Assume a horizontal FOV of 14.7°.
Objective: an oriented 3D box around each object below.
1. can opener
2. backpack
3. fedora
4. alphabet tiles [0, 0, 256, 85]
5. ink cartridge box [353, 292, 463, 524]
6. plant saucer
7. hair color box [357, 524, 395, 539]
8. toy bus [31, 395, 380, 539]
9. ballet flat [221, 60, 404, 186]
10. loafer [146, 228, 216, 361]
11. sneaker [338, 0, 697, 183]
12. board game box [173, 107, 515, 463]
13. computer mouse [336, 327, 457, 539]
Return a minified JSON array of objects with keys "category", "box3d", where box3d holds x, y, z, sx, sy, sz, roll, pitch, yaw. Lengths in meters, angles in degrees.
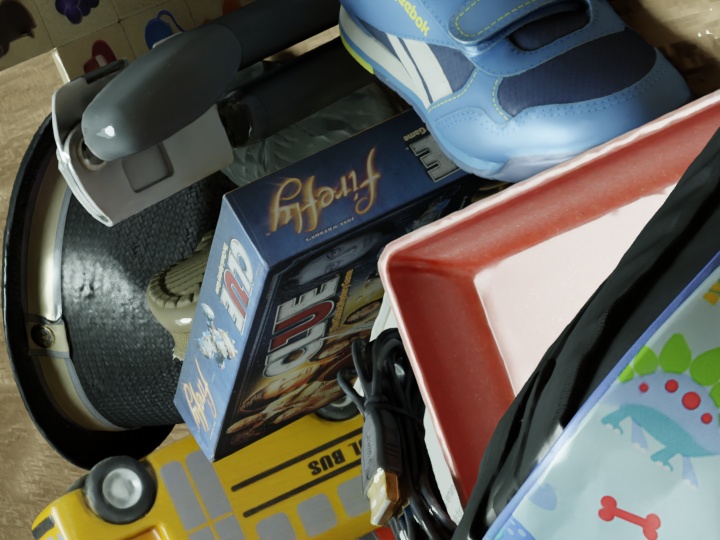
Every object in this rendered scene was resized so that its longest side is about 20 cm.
[{"category":"can opener","box3d":[-0.035,-0.075,1.044,0.067,0.200,0.054,-14,102,46]},{"category":"backpack","box3d":[0.129,0.032,0.705,0.147,0.200,0.183,40,154,9]},{"category":"fedora","box3d":[-0.096,0.004,1.392,0.091,0.201,0.202,5,125,28]},{"category":"alphabet tiles","box3d":[-0.090,-0.151,1.072,0.006,0.200,0.167,-17,99,49]},{"category":"ink cartridge box","box3d":[0.090,0.084,1.047,0.201,0.083,0.147,58,159,18]},{"category":"plant saucer","box3d":[0.113,0.054,0.896,0.200,0.037,0.201,-24,83,43]},{"category":"hair color box","box3d":[0.037,0.180,1.337,0.102,0.061,0.201,53,157,33]},{"category":"toy bus","box3d":[-0.040,0.094,1.223,0.079,0.199,0.065,64,161,4]},{"category":"ballet flat","box3d":[-0.016,-0.053,1.215,0.057,0.066,0.200,48,173,-25]},{"category":"loafer","box3d":[-0.043,0.012,1.257,0.068,0.076,0.200,64,-168,-6]},{"category":"sneaker","box3d":[0.043,-0.093,0.972,0.200,0.074,0.083,39,146,50]},{"category":"board game box","box3d":[0.000,0.000,1.103,0.035,0.135,0.200,58,160,17]},{"category":"computer mouse","box3d":[0.039,0.126,1.026,0.110,0.044,0.201,-106,-1,-57]}]
